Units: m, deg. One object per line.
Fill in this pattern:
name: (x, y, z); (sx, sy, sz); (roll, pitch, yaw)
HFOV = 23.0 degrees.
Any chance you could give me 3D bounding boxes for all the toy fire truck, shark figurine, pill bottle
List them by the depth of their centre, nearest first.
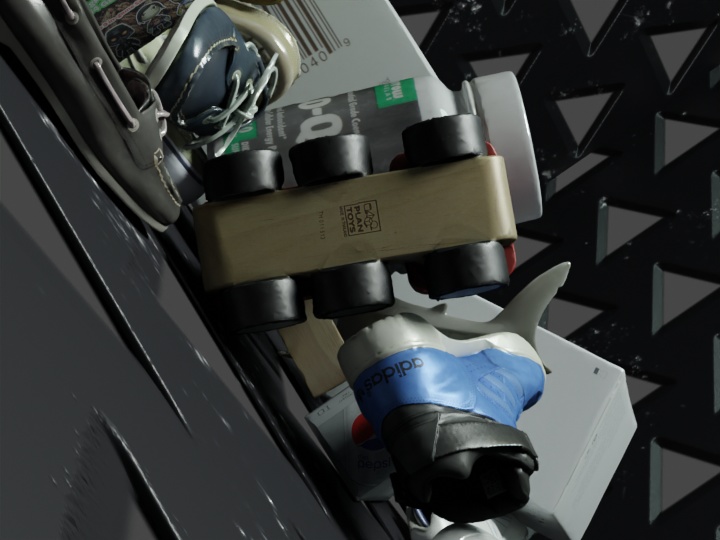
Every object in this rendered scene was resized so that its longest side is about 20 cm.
toy fire truck: (0.000, 0.000, 1.042); (0.200, 0.174, 0.130); (88, -8, -84)
pill bottle: (0.009, -0.059, 1.124); (0.113, 0.198, 0.114); (-12, 90, -88)
shark figurine: (0.030, 0.021, 1.163); (0.214, 0.127, 0.091); (-8, -104, 57)

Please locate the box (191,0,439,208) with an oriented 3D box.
box: (-0.037, -0.102, 1.313); (0.201, 0.198, 0.171); (58, 1, 9)

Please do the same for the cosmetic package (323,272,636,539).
cosmetic package: (0.097, 0.107, 1.368); (0.198, 0.124, 0.200); (26, -8, 18)

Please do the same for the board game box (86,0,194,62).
board game box: (-0.183, -0.221, 0.944); (0.160, 0.096, 0.200); (57, 1, 25)

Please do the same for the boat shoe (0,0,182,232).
boat shoe: (-0.130, -0.100, 0.867); (0.201, 0.057, 0.067); (56, 1, -38)

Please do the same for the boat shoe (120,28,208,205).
boat shoe: (-0.145, -0.137, 1.107); (0.201, 0.062, 0.072); (58, 1, -2)

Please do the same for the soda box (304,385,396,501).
soda box: (0.019, 0.108, 1.172); (0.064, 0.068, 0.200); (56, 2, 10)

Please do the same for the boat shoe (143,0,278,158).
boat shoe: (-0.085, -0.105, 1.002); (0.062, 0.075, 0.200); (39, 0, -2)

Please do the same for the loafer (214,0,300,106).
loafer: (-0.103, -0.154, 1.165); (0.199, 0.068, 0.076); (15, -48, 46)

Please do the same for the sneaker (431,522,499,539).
sneaker: (0.114, 0.222, 0.992); (0.115, 0.074, 0.201); (16, -31, 45)

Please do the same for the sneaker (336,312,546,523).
sneaker: (0.066, 0.094, 1.014); (0.200, 0.076, 0.112); (21, 41, -61)

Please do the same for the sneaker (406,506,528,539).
sneaker: (0.073, 0.188, 1.279); (0.087, 0.074, 0.200); (51, 1, -3)

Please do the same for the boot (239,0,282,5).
boot: (-0.121, -0.231, 1.136); (0.200, 0.173, 0.067); (83, 12, -84)
